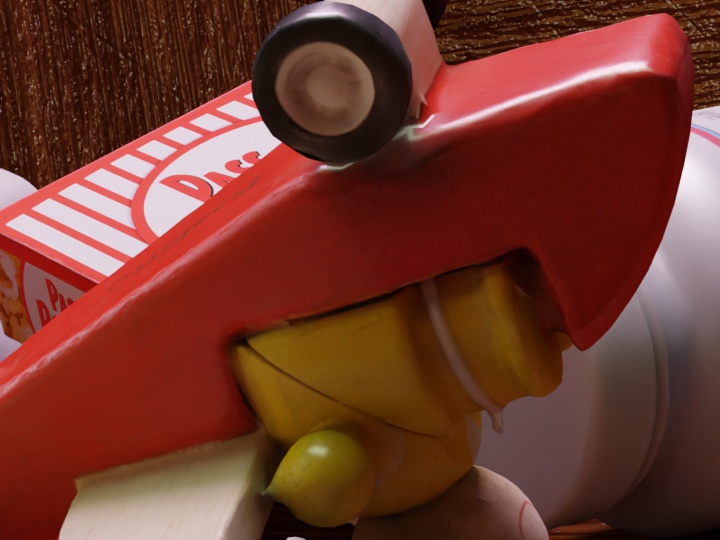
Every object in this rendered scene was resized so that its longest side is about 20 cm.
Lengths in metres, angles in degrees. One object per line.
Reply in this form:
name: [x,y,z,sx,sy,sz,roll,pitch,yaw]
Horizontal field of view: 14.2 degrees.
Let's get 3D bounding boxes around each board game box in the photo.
board game box: [0.000,0.000,0.895,0.151,0.046,0.200,-30,35,-31]

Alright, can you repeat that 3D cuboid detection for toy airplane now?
toy airplane: [-0.022,0.037,0.618,0.200,0.141,0.199,-48,13,-23]

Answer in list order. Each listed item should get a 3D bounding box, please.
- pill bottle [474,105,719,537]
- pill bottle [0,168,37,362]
pill bottle: [0.104,0.010,0.776,0.199,0.109,0.109,-13,5,-39]
pill bottle: [-0.192,0.002,1.153,0.199,0.114,0.113,19,13,18]
